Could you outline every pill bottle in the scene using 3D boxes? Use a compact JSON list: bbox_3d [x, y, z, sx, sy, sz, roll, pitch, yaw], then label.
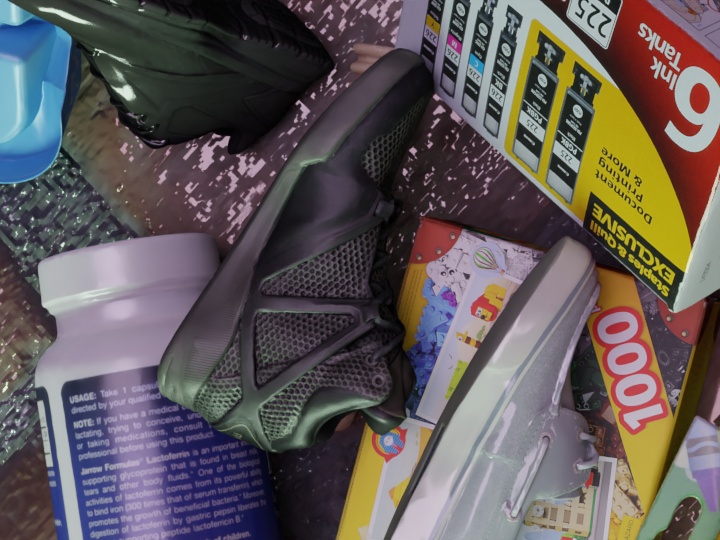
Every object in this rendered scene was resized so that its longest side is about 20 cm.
[{"bbox_3d":[-0.105,0.087,0.997,0.115,0.116,0.202,-10,87,17],"label":"pill bottle"}]

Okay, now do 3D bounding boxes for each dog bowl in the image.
[{"bbox_3d":[-0.197,-0.138,1.010,0.111,0.050,0.201,16,135,11],"label":"dog bowl"}]

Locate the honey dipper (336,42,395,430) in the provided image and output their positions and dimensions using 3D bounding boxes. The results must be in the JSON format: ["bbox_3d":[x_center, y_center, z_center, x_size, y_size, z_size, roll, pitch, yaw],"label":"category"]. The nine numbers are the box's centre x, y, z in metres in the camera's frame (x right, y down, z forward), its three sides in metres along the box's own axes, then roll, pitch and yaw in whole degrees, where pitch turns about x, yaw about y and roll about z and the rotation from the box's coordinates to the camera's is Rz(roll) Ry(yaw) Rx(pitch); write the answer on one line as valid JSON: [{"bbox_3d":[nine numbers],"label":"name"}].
[{"bbox_3d":[0.002,-0.016,1.008,0.038,0.038,0.202,8,94,17],"label":"honey dipper"}]

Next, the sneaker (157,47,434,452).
[{"bbox_3d":[0.000,0.000,0.912,0.114,0.076,0.200,31,92,10],"label":"sneaker"}]

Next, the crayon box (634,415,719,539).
[{"bbox_3d":[0.211,0.166,0.859,0.199,0.052,0.127,26,96,12],"label":"crayon box"}]

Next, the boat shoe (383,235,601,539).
[{"bbox_3d":[0.070,0.085,0.893,0.071,0.070,0.202,27,97,-2],"label":"boat shoe"}]

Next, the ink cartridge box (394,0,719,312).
[{"bbox_3d":[0.111,-0.086,0.880,0.200,0.083,0.176,45,145,30],"label":"ink cartridge box"}]

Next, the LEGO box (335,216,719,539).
[{"bbox_3d":[0.080,0.089,0.959,0.148,0.077,0.202,15,94,17],"label":"LEGO box"}]

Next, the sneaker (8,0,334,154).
[{"bbox_3d":[-0.103,-0.106,0.965,0.091,0.199,0.076,-52,46,20],"label":"sneaker"}]
